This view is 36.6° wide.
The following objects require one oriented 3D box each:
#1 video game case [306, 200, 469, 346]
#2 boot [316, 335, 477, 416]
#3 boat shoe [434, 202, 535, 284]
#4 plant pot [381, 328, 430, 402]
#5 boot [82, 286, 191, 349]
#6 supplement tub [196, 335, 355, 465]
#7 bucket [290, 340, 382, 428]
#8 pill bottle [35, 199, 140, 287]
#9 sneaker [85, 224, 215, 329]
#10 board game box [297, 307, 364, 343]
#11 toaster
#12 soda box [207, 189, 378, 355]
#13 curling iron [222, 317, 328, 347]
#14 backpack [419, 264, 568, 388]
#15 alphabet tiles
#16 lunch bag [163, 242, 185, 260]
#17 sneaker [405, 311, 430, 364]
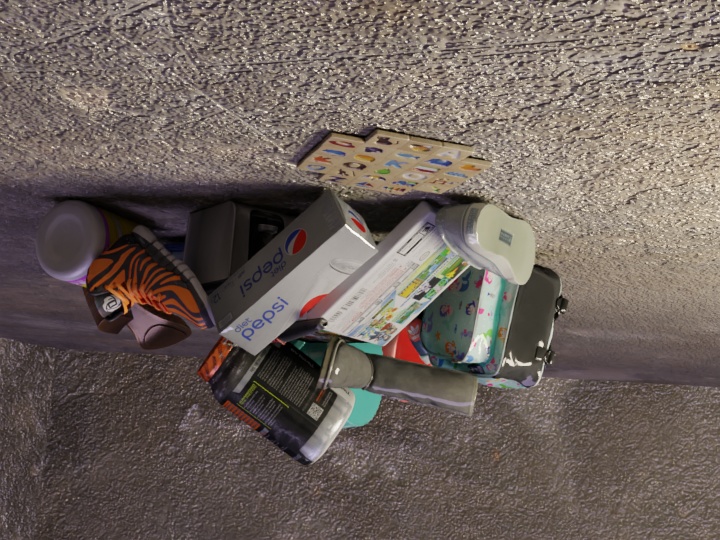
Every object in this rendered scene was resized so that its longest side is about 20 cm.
[{"bbox_3d":[0.050,0.010,1.325,0.200,0.022,0.182,-44,152,15],"label":"video game case"},{"bbox_3d":[0.052,0.144,1.396,0.197,0.074,0.182,20,-174,10],"label":"boot"},{"bbox_3d":[0.147,-0.037,1.268,0.071,0.071,0.200,12,171,31],"label":"boat shoe"},{"bbox_3d":[0.019,0.101,1.802,0.175,0.204,0.200,12,174,24],"label":"plant pot"},{"bbox_3d":[-0.340,0.030,1.620,0.076,0.157,0.199,-37,149,25],"label":"boot"},{"bbox_3d":[-0.115,0.159,1.472,0.199,0.123,0.122,38,165,-6],"label":"supplement tub"},{"bbox_3d":[-0.061,0.146,1.634,0.133,0.211,0.206,-8,166,28],"label":"bucket"},{"bbox_3d":[-0.338,-0.023,1.466,0.102,0.106,0.200,1,170,23],"label":"pill bottle"},{"bbox_3d":[-0.260,0.033,1.321,0.199,0.111,0.078,37,155,41],"label":"sneaker"},{"bbox_3d":[-0.067,0.071,1.400,0.103,0.024,0.200,2,170,23],"label":"board game box"},{"bbox_3d":[-0.126,-0.006,1.402,0.178,0.121,0.199,12,168,-31],"label":"toaster"},{"bbox_3d":[-0.079,0.005,1.241,0.199,0.064,0.068,-40,135,14],"label":"soda box"},{"bbox_3d":[-0.103,0.076,1.302,0.049,0.026,0.198,9,168,-40],"label":"curling iron"},{"bbox_3d":[0.169,0.069,1.511,0.148,0.181,0.199,17,171,-22],"label":"backpack"},{"bbox_3d":[0.030,-0.105,1.083,0.163,0.006,0.200,9,170,-17],"label":"alphabet tiles"},{"bbox_3d":[-0.194,0.004,1.614,0.197,0.084,0.160,-1,170,33],"label":"lunch bag"},{"bbox_3d":[0.115,0.054,1.667,0.074,0.085,0.201,-32,-164,26],"label":"sneaker"}]
